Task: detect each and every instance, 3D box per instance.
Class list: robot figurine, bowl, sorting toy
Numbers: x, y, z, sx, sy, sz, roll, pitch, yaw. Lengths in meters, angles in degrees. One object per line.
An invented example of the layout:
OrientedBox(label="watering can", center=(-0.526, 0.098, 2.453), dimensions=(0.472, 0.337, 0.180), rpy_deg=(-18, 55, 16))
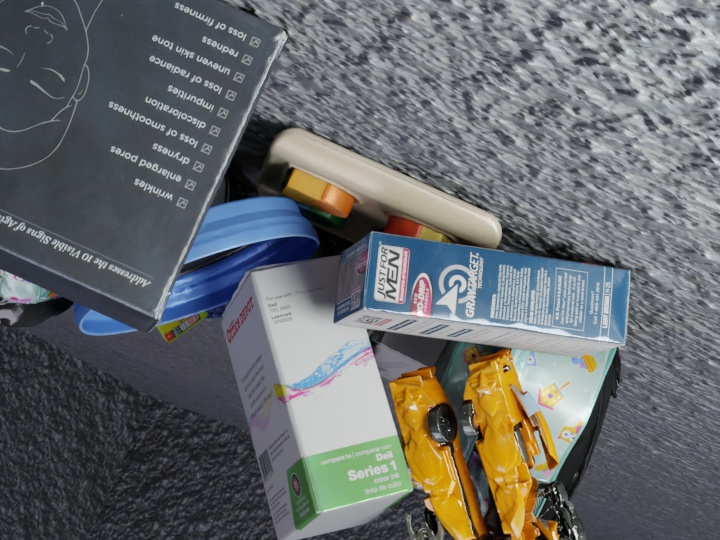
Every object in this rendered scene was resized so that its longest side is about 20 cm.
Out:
OrientedBox(label="robot figurine", center=(0.100, 0.167, 1.287), dimensions=(0.145, 0.200, 0.058), rpy_deg=(-13, -172, 30))
OrientedBox(label="bowl", center=(-0.131, -0.004, 1.303), dimensions=(0.201, 0.039, 0.201), rpy_deg=(-20, 169, -4))
OrientedBox(label="sorting toy", center=(0.006, -0.043, 1.313), dimensions=(0.185, 0.036, 0.200), rpy_deg=(24, 169, -4))

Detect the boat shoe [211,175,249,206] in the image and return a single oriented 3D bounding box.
OrientedBox(label="boat shoe", center=(-0.119, -0.051, 1.476), dimensions=(0.071, 0.072, 0.200), rpy_deg=(17, -179, -7))

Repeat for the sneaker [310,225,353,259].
OrientedBox(label="sneaker", center=(0.000, 0.000, 1.431), dimensions=(0.200, 0.075, 0.079), rpy_deg=(17, 180, -20))

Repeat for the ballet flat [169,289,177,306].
OrientedBox(label="ballet flat", center=(-0.198, -0.051, 1.420), dimensions=(0.200, 0.069, 0.069), rpy_deg=(59, 177, 15))

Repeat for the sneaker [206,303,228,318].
OrientedBox(label="sneaker", center=(-0.102, 0.008, 1.710), dimensions=(0.070, 0.078, 0.200), rpy_deg=(-33, 154, 35))

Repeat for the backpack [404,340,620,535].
OrientedBox(label="backpack", center=(0.129, 0.115, 1.389), dimensions=(0.153, 0.200, 0.176), rpy_deg=(31, -150, 1))

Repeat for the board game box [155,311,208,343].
OrientedBox(label="board game box", center=(-0.221, -0.036, 1.517), dimensions=(0.200, 0.048, 0.102), rpy_deg=(51, 171, 17))

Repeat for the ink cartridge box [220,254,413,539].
OrientedBox(label="ink cartridge box", center=(-0.040, 0.104, 1.341), dimensions=(0.084, 0.200, 0.145), rpy_deg=(-11, 165, -18))

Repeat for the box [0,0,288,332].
OrientedBox(label="box", center=(-0.179, -0.092, 1.041), dimensions=(0.200, 0.197, 0.124), rpy_deg=(25, 169, -7))

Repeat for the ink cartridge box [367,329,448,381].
OrientedBox(label="ink cartridge box", center=(0.009, 0.037, 1.560), dimensions=(0.200, 0.083, 0.147), rpy_deg=(28, 167, -20))

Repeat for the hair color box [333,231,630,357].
OrientedBox(label="hair color box", center=(0.089, 0.020, 1.239), dimensions=(0.200, 0.061, 0.100), rpy_deg=(8, 170, -13))

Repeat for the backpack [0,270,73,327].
OrientedBox(label="backpack", center=(-0.239, -0.067, 1.318), dimensions=(0.127, 0.167, 0.200), rpy_deg=(22, 125, -3))
